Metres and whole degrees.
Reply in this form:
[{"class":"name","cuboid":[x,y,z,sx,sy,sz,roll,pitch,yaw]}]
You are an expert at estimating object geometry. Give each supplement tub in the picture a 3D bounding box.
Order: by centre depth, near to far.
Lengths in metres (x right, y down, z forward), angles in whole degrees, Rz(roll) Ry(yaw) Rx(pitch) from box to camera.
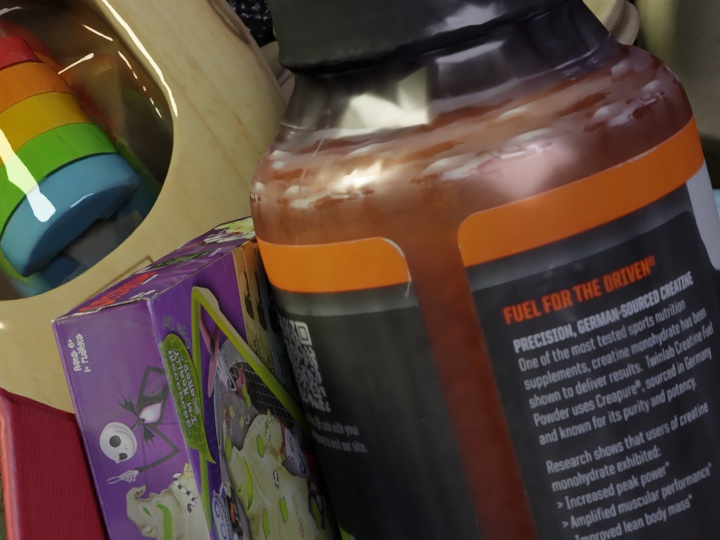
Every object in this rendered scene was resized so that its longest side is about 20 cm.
[{"class":"supplement tub","cuboid":[0.037,0.018,0.668,0.107,0.107,0.200,-20,103,-23]}]

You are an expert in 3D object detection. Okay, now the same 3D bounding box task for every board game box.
[{"class":"board game box","cuboid":[-0.016,0.092,0.672,0.032,0.120,0.200,-12,97,13]}]

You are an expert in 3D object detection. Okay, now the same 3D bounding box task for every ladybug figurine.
[{"class":"ladybug figurine","cuboid":[-0.083,-0.022,0.788,0.136,0.072,0.200,-35,59,-1]}]

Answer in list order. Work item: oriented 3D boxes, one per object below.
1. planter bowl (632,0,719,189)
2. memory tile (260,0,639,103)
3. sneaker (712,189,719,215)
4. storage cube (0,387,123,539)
[{"class":"planter bowl","cuboid":[0.162,-0.069,0.856,0.200,0.200,0.135,29,81,-10]},{"class":"memory tile","cuboid":[0.037,-0.084,0.809,0.017,0.200,0.153,51,63,-21]},{"class":"sneaker","cuboid":[0.105,0.005,0.769,0.200,0.074,0.082,24,53,2]},{"class":"storage cube","cuboid":[-0.116,0.131,0.670,0.171,0.180,0.201,-8,77,17]}]
